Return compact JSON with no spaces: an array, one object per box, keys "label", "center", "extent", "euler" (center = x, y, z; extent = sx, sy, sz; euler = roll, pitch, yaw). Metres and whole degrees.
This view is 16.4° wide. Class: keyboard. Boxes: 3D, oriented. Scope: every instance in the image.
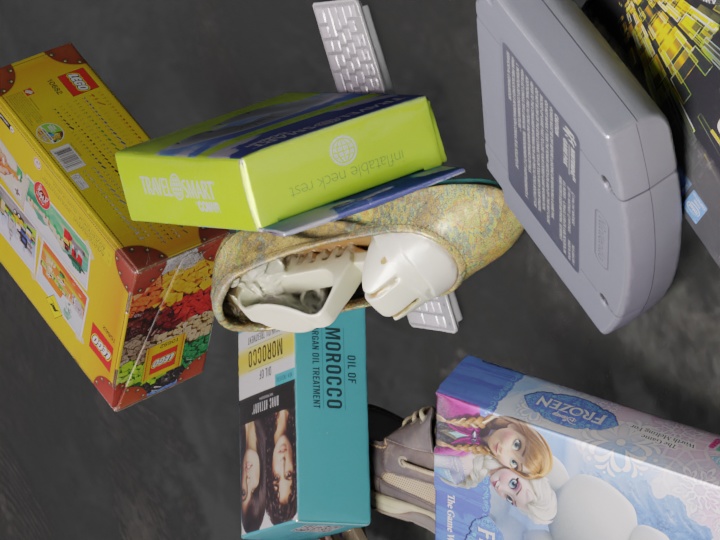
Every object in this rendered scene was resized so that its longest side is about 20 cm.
[{"label":"keyboard","center":[0.015,-0.059,1.438],"extent":[0.056,0.011,0.200],"euler":[2,112,58]}]

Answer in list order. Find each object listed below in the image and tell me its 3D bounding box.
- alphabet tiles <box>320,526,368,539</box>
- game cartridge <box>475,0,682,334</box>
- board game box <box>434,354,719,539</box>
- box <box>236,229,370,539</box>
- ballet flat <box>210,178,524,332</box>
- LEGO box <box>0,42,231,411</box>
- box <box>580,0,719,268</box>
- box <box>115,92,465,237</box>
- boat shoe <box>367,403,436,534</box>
[{"label":"alphabet tiles","center":[-0.011,0.182,1.593],"extent":[0.196,0.015,0.200],"euler":[-127,26,-60]},{"label":"game cartridge","center":[0.105,-0.054,1.211],"extent":[0.133,0.042,0.200],"euler":[51,166,24]},{"label":"board game box","center":[0.133,0.161,1.303],"extent":[0.199,0.043,0.200],"euler":[16,127,25]},{"label":"box","center":[-0.035,0.056,1.481],"extent":[0.082,0.049,0.200],"euler":[-26,63,60]},{"label":"ballet flat","center":[0.000,0.000,1.379],"extent":[0.200,0.071,0.071],"euler":[-10,104,32]},{"label":"LEGO box","center":[-0.183,-0.030,1.706],"extent":[0.200,0.077,0.149],"euler":[50,146,26]},{"label":"box","center":[0.186,-0.075,1.115],"extent":[0.200,0.049,0.161],"euler":[58,154,14]},{"label":"box","center":[-0.043,-0.061,1.399],"extent":[0.200,0.122,0.048],"euler":[7,115,62]},{"label":"boat shoe","center":[0.056,0.112,1.448],"extent":[0.200,0.074,0.073],"euler":[28,116,45]}]
